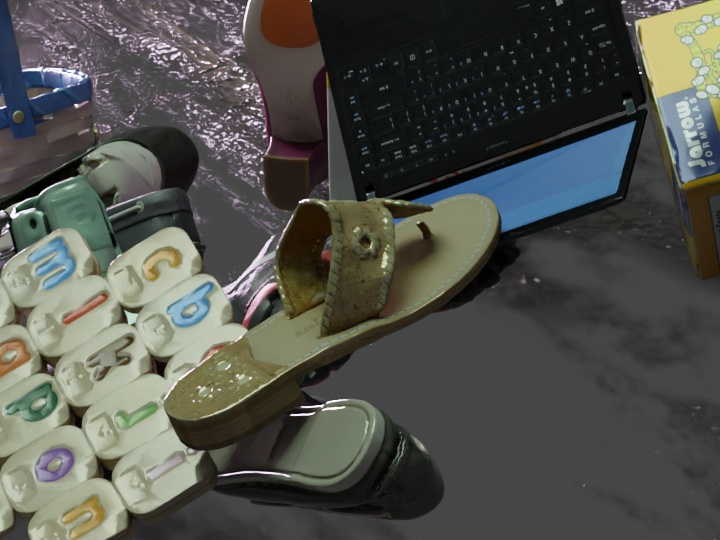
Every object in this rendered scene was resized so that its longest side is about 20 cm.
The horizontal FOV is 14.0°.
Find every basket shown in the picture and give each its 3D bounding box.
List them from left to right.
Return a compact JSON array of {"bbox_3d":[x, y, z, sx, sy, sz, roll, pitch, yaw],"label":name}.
[{"bbox_3d":[-0.261,-0.120,2.017,0.138,0.201,0.176,-22,19,-19],"label":"basket"}]

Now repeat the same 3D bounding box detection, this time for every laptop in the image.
[{"bbox_3d":[0.053,-0.094,1.569,0.176,0.201,0.103,-19,-16,20],"label":"laptop"}]

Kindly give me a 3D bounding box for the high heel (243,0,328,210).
[{"bbox_3d":[-0.032,-0.144,1.913,0.067,0.201,0.096,4,29,12],"label":"high heel"}]

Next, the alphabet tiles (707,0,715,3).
[{"bbox_3d":[0.284,-0.120,1.639,0.166,0.200,0.008,-15,63,6],"label":"alphabet tiles"}]

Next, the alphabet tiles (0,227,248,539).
[{"bbox_3d":[-0.151,0.065,1.500,0.195,0.015,0.200,-32,48,-3],"label":"alphabet tiles"}]

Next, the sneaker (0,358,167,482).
[{"bbox_3d":[-0.184,0.081,1.573,0.199,0.073,0.085,-19,21,-2],"label":"sneaker"}]

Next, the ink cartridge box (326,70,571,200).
[{"bbox_3d":[0.058,-0.154,1.806,0.146,0.201,0.145,3,23,8],"label":"ink cartridge box"}]

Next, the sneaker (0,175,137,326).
[{"bbox_3d":[-0.150,0.011,1.676,0.073,0.119,0.200,-23,20,-24],"label":"sneaker"}]

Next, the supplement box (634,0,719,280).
[{"bbox_3d":[0.257,-0.088,1.562,0.199,0.109,0.110,-15,62,4],"label":"supplement box"}]

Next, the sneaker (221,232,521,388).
[{"bbox_3d":[0.000,0.000,1.654,0.200,0.071,0.098,-28,24,-28],"label":"sneaker"}]

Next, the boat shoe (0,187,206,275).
[{"bbox_3d":[-0.171,-0.016,1.821,0.199,0.063,0.072,-5,-1,44],"label":"boat shoe"}]

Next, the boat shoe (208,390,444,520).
[{"bbox_3d":[-0.031,0.093,1.459,0.200,0.057,0.067,7,65,58],"label":"boat shoe"}]

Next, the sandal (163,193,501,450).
[{"bbox_3d":[-0.017,0.000,1.440,0.211,0.070,0.077,-38,33,-24],"label":"sandal"}]

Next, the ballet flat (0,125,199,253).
[{"bbox_3d":[-0.187,-0.040,1.936,0.199,0.068,0.068,-31,-3,-19],"label":"ballet flat"}]
